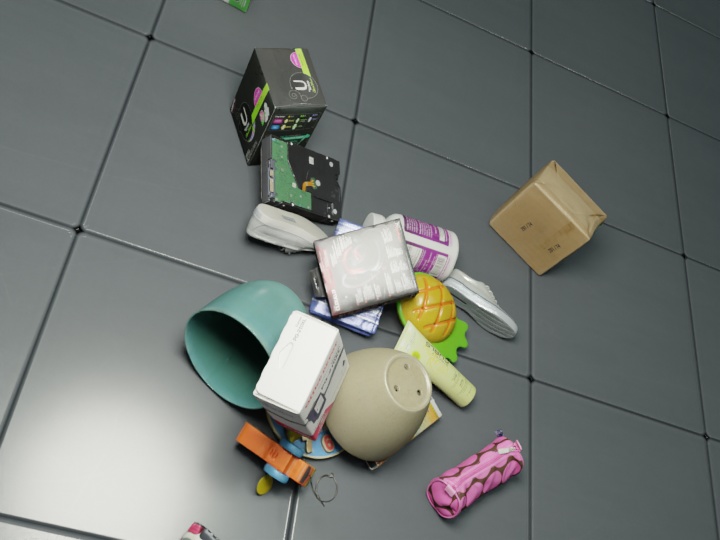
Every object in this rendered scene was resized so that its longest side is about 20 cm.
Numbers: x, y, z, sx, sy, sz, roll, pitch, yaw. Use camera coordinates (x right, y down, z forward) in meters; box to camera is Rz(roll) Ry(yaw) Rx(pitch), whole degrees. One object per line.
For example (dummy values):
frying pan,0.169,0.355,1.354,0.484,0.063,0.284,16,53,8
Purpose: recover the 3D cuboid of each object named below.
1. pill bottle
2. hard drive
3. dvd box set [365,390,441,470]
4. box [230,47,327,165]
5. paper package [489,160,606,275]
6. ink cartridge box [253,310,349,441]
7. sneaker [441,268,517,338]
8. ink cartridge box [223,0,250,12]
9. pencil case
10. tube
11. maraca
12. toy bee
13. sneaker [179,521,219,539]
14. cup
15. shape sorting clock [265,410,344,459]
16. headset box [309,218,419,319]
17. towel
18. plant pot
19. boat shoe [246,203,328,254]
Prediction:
pill bottle,0.100,-0.054,1.635,0.196,0.112,0.114,17,57,-18
hard drive,-0.120,-0.183,1.587,0.198,0.037,0.143,14,67,-46
dvd box set,0.055,0.264,1.469,0.198,0.029,0.148,-26,83,-41
box,-0.173,-0.338,1.597,0.122,0.200,0.151,-9,67,-29
paper package,0.429,-0.116,1.778,0.191,0.200,0.103,45,54,2
ink cartridge box,-0.090,0.175,1.247,0.083,0.201,0.147,21,70,13
sneaker,0.266,0.066,1.676,0.199,0.073,0.071,38,57,-3
ink cartridge box,-0.322,-0.711,1.761,0.197,0.147,0.084,25,56,-11
pencil case,0.221,0.389,1.466,0.198,0.094,0.092,-24,76,-33
tube,0.148,0.193,1.532,0.200,0.052,0.058,43,14,-16
maraca,0.149,0.097,1.584,0.137,0.106,0.201,-45,103,-29
toy bee,-0.125,0.342,1.330,0.130,0.109,0.201,-36,67,-5
sneaker,-0.209,0.489,1.214,0.199,0.081,0.075,38,68,6
cup,0.048,0.220,1.372,0.197,0.143,0.204,17,57,-27
shape sorting clock,-0.082,0.245,1.426,0.196,0.039,0.204,12,59,-20
headset box,0.000,0.000,1.496,0.195,0.075,0.152,-15,82,-5
towel,-0.008,0.014,1.545,0.142,0.024,0.204,19,80,-3
plant pot,-0.183,0.113,1.358,0.200,0.201,0.161,44,44,2
boat shoe,-0.143,-0.069,1.545,0.198,0.069,0.072,16,30,-47
